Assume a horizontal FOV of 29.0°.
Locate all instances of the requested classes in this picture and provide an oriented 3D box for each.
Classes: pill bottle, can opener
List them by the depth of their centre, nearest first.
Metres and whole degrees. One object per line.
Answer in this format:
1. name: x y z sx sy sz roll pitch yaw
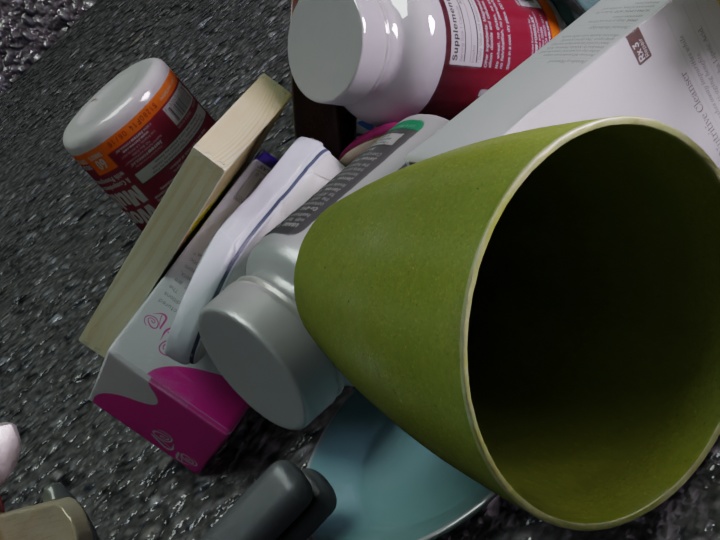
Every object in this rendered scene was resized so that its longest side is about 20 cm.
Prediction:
1. can opener: -0.084 0.199 0.790 0.200 0.053 0.067 -47 55 9
2. pill bottle: 0.000 0.000 0.877 0.200 0.113 0.113 -41 21 -26
3. pill bottle: 0.049 -0.161 1.019 0.199 0.114 0.113 -3 -5 -40
4. pill bottle: -0.147 -0.072 1.175 0.109 0.200 0.110 -33 25 17

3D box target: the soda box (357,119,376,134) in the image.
1. soda box: 0.030 -0.159 1.220 0.063 0.070 0.200 -45 24 -11

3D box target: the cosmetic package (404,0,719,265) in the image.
1. cosmetic package: 0.138 -0.078 0.836 0.200 0.113 0.081 -42 23 -17

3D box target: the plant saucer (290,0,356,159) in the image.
1. plant saucer: -0.026 -0.152 1.113 0.034 0.201 0.201 0 33 5

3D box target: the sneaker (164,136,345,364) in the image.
1. sneaker: -0.058 -0.010 0.938 0.200 0.071 0.073 -56 -7 -31

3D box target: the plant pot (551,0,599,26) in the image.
1. plant pot: 0.198 -0.290 1.065 0.196 0.200 0.200 -48 23 5

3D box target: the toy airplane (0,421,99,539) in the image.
1. toy airplane: -0.234 0.197 0.921 0.200 0.141 0.200 43 117 53

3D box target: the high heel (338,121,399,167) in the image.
1. high heel: 0.025 -0.091 1.045 0.096 0.067 0.200 -60 6 -20

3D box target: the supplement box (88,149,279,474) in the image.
1. supplement box: -0.095 0.030 1.008 0.200 0.101 0.103 -56 2 -32

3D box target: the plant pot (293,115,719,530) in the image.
1. plant pot: 0.060 0.014 0.703 0.187 0.187 0.200 -50 31 -20

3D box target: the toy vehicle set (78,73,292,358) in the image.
1. toy vehicle set: -0.125 -0.038 0.997 0.200 0.026 0.124 -53 2 35

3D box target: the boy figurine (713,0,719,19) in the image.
1. boy figurine: 0.246 -0.160 0.850 0.065 0.124 0.200 -51 -6 -11

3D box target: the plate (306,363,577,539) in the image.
1. plate: 0.049 0.093 0.813 0.200 0.026 0.200 -33 24 17
